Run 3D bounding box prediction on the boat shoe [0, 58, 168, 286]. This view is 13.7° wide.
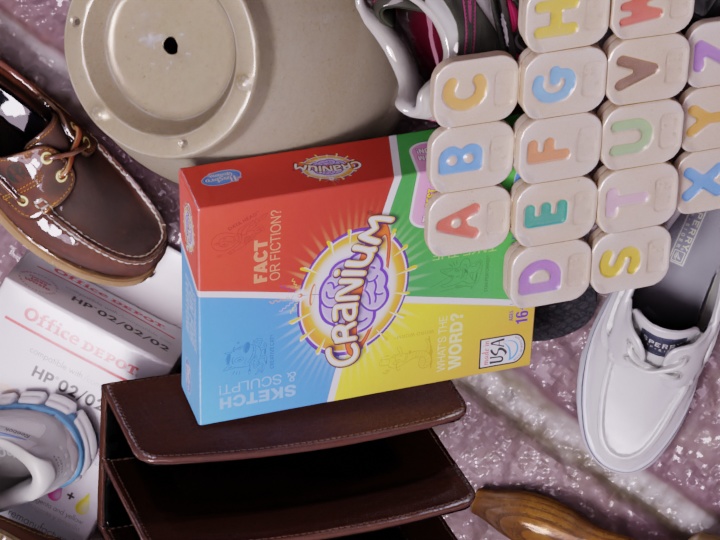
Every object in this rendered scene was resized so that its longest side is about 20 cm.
[{"bbox_3d":[-0.193,-0.068,1.742,0.200,0.070,0.070,35,143,-5],"label":"boat shoe"}]

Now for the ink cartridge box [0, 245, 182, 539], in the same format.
[{"bbox_3d":[-0.179,0.069,1.791,0.115,0.068,0.200,27,108,-1],"label":"ink cartridge box"}]

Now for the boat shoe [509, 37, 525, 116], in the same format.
[{"bbox_3d":[0.060,-0.133,1.709,0.066,0.074,0.201,-2,102,34],"label":"boat shoe"}]

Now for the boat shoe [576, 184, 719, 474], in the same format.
[{"bbox_3d":[0.171,0.031,1.741,0.073,0.065,0.201,13,107,2],"label":"boat shoe"}]

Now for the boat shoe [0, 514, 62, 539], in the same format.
[{"bbox_3d":[-0.184,0.189,1.736,0.072,0.068,0.200,-41,126,14],"label":"boat shoe"}]

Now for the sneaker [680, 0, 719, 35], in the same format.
[{"bbox_3d":[0.144,-0.201,1.668,0.200,0.089,0.074,33,131,-8],"label":"sneaker"}]

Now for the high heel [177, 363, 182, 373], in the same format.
[{"bbox_3d":[-0.092,0.156,1.811,0.096,0.067,0.200,18,113,-7],"label":"high heel"}]

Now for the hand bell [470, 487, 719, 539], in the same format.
[{"bbox_3d":[0.161,0.170,1.787,0.200,0.104,0.104,19,108,14],"label":"hand bell"}]

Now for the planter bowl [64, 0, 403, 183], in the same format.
[{"bbox_3d":[-0.082,-0.130,1.659,0.200,0.135,0.201,6,105,24],"label":"planter bowl"}]

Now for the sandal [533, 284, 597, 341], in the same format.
[{"bbox_3d":[0.045,-0.010,1.747,0.199,0.045,0.075,13,123,-13],"label":"sandal"}]

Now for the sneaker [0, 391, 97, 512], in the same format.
[{"bbox_3d":[-0.258,0.115,1.737,0.199,0.087,0.075,-10,104,15],"label":"sneaker"}]

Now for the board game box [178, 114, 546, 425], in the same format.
[{"bbox_3d":[0.000,0.000,1.667,0.199,0.040,0.153,-10,129,-15],"label":"board game box"}]

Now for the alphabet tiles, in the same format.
[{"bbox_3d":[0.129,-0.072,1.629,0.195,0.015,0.200,-9,123,-17],"label":"alphabet tiles"}]

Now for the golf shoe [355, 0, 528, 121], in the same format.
[{"bbox_3d":[0.034,-0.178,1.615,0.077,0.088,0.200,-16,94,41],"label":"golf shoe"}]

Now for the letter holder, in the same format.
[{"bbox_3d":[-0.035,0.129,1.706,0.199,0.142,0.101,-7,122,-19],"label":"letter holder"}]
